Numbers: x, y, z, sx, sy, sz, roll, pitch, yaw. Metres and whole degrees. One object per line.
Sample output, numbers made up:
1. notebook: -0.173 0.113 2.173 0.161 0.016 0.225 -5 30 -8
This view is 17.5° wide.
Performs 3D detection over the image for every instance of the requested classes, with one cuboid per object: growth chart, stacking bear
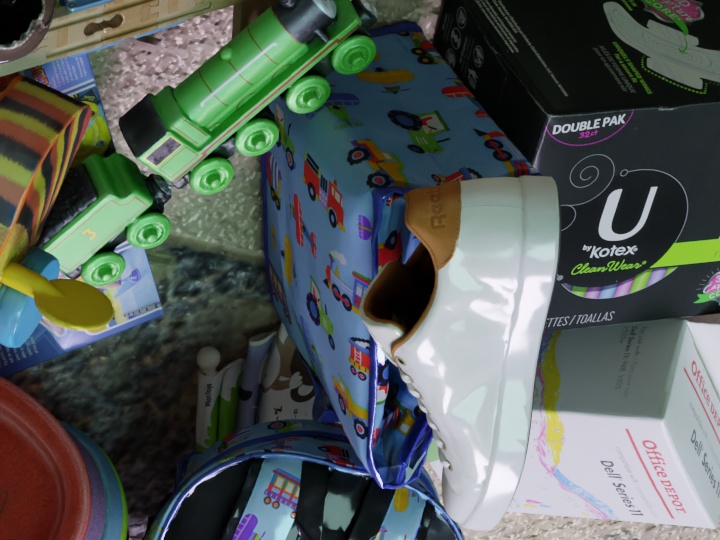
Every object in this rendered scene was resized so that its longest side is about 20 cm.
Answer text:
1. growth chart: -0.007 0.058 1.331 0.200 0.018 0.145 -17 135 -16
2. stacking bear: -0.173 0.130 1.216 0.200 0.114 0.122 63 44 -77

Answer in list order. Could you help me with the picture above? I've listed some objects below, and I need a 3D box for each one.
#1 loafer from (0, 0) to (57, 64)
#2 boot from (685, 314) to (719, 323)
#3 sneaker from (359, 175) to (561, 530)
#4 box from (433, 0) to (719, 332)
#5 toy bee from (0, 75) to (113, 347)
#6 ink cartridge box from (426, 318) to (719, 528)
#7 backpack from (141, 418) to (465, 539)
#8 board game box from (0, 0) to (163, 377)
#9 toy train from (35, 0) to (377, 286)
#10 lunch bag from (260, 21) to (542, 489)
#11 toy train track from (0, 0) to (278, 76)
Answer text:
1. loafer: -0.155 -0.178 0.953 0.073 0.071 0.200 -18 111 -15
2. boot: 0.195 0.021 1.378 0.146 0.070 0.200 -47 136 8
3. sneaker: 0.039 0.037 1.083 0.085 0.073 0.200 2 127 -4
4. box: 0.142 -0.064 1.220 0.200 0.124 0.149 -5 132 -23
5. toy bee: -0.175 0.015 1.046 0.131 0.109 0.200 3 100 9
6. ink cartridge box: 0.133 0.082 1.287 0.200 0.067 0.117 1 145 28
7. backpack: -0.036 0.161 1.263 0.182 0.135 0.200 14 120 -7
8. board game box: -0.181 -0.032 1.136 0.135 0.034 0.200 -21 136 -10
9. toy train: -0.077 -0.066 1.098 0.200 0.042 0.056 -40 140 13
10. lunch bag: 0.000 0.000 1.171 0.094 0.151 0.200 -5 127 -25
11. toy train track: -0.088 -0.132 1.076 0.200 0.033 0.115 -22 138 -29
